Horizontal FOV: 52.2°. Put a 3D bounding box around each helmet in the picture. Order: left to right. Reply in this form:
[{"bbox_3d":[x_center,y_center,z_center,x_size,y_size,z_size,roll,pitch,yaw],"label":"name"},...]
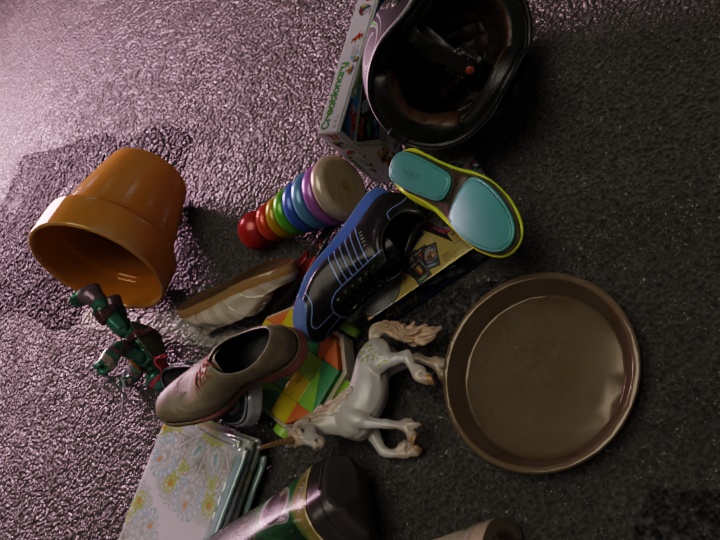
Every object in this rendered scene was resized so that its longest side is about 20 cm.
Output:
[{"bbox_3d":[0.097,-0.246,0.836,0.200,0.200,0.191,-19,27,28],"label":"helmet"}]

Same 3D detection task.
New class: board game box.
[{"bbox_3d":[0.020,-0.229,0.925,0.035,0.126,0.201,4,71,36],"label":"board game box"},{"bbox_3d":[0.073,-0.042,0.857,0.200,0.035,0.136,-35,53,18],"label":"board game box"}]

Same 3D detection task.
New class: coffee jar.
[{"bbox_3d":[-0.074,0.280,0.766,0.200,0.085,0.104,-38,17,16],"label":"coffee jar"}]

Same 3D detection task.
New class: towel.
[{"bbox_3d":[-0.206,0.282,0.898,0.171,0.048,0.201,10,75,41],"label":"towel"}]

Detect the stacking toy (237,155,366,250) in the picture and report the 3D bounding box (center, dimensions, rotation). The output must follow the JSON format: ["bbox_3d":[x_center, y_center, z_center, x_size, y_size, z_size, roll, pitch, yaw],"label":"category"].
[{"bbox_3d":[-0.088,-0.073,0.957,0.200,0.085,0.086,-24,56,40],"label":"stacking toy"}]

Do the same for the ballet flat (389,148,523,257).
[{"bbox_3d":[0.111,-0.074,0.777,0.200,0.067,0.067,40,110,41],"label":"ballet flat"}]

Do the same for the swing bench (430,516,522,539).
[{"bbox_3d":[0.053,0.334,0.630,0.199,0.130,0.201,-29,54,22],"label":"swing bench"}]

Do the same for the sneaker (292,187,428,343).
[{"bbox_3d":[0.000,0.000,0.821,0.078,0.070,0.200,28,86,46],"label":"sneaker"}]

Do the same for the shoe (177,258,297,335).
[{"bbox_3d":[-0.154,0.036,0.967,0.200,0.053,0.070,-22,14,31],"label":"shoe"}]

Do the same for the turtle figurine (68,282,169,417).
[{"bbox_3d":[-0.321,0.113,1.018,0.101,0.150,0.200,-30,68,-18],"label":"turtle figurine"}]

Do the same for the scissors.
[{"bbox_3d":[-0.055,-0.020,0.956,0.200,0.014,0.073,-46,47,7],"label":"scissors"}]

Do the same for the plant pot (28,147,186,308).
[{"bbox_3d":[-0.351,-0.074,1.089,0.200,0.200,0.184,-8,49,33],"label":"plant pot"}]

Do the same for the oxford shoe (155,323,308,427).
[{"bbox_3d":[-0.158,0.109,0.810,0.200,0.075,0.071,-32,59,14],"label":"oxford shoe"}]

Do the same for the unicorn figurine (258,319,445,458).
[{"bbox_3d":[0.008,0.141,0.782,0.137,0.074,0.200,15,58,24],"label":"unicorn figurine"}]

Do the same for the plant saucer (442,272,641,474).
[{"bbox_3d":[0.175,0.099,0.721,0.200,0.029,0.201,-16,61,30],"label":"plant saucer"}]

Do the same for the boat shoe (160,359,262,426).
[{"bbox_3d":[-0.188,0.146,0.899,0.200,0.068,0.072,10,97,54],"label":"boat shoe"}]

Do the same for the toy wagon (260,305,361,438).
[{"bbox_3d":[-0.060,0.124,0.870,0.200,0.040,0.155,29,87,41],"label":"toy wagon"}]
